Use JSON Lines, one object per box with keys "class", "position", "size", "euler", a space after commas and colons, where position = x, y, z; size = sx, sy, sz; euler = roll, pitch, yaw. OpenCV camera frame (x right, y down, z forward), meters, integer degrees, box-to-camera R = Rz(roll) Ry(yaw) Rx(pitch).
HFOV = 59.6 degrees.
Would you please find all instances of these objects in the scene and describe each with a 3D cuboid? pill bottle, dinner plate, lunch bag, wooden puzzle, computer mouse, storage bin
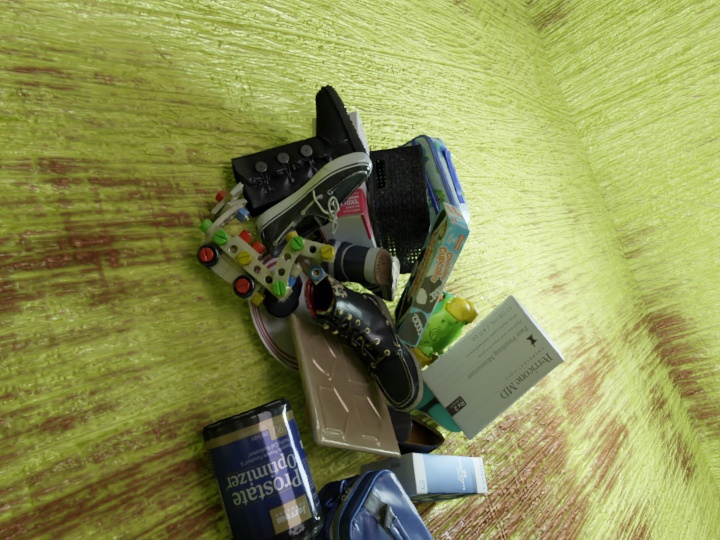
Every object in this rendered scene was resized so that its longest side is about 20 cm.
{"class": "pill bottle", "position": [-0.107, 0.264, 0.736], "size": [0.111, 0.111, 0.204], "euler": [-8, 77, -54]}
{"class": "dinner plate", "position": [-0.098, 0.059, 0.942], "size": [0.199, 0.024, 0.204], "euler": [29, 50, -41]}
{"class": "lunch bag", "position": [0.016, 0.362, 0.826], "size": [0.202, 0.131, 0.136], "euler": [59, 36, -11]}
{"class": "wooden puzzle", "position": [-0.030, 0.171, 0.889], "size": [0.199, 0.046, 0.188], "euler": [31, 35, -47]}
{"class": "computer mouse", "position": [-0.091, -0.005, 0.939], "size": [0.059, 0.034, 0.202], "euler": [48, 38, -22]}
{"class": "lunch bag", "position": [0.120, -0.153, 1.232], "size": [0.082, 0.159, 0.204], "euler": [-8, 77, -54]}
{"class": "storage bin", "position": [0.072, -0.099, 1.079], "size": [0.202, 0.091, 0.137], "euler": [79, 8, -53]}

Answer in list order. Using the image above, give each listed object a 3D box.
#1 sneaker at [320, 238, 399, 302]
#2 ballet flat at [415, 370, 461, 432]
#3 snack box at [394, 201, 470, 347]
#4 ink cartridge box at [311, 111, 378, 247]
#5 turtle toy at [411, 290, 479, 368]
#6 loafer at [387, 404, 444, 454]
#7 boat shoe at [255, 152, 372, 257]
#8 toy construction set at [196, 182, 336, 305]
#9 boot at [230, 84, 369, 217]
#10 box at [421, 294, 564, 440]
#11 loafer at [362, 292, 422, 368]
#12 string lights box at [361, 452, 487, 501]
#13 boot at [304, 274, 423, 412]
{"class": "sneaker", "position": [0.000, 0.000, 1.024], "size": [0.200, 0.106, 0.072], "euler": [46, 53, -71]}
{"class": "ballet flat", "position": [0.118, 0.219, 1.111], "size": [0.200, 0.069, 0.070], "euler": [45, 40, -31]}
{"class": "snack box", "position": [0.107, 0.005, 0.976], "size": [0.036, 0.203, 0.117], "euler": [21, 19, -6]}
{"class": "ink cartridge box", "position": [-0.024, -0.139, 1.053], "size": [0.145, 0.082, 0.204], "euler": [67, 17, -62]}
{"class": "turtle toy", "position": [0.137, 0.094, 1.151], "size": [0.101, 0.147, 0.199], "euler": [43, 10, 21]}
{"class": "loafer", "position": [0.054, 0.243, 0.994], "size": [0.198, 0.071, 0.074], "euler": [30, 50, -39]}
{"class": "boat shoe", "position": [-0.059, -0.091, 0.909], "size": [0.069, 0.197, 0.074], "euler": [57, -1, 27]}
{"class": "toy construction set", "position": [-0.139, -0.033, 0.841], "size": [0.199, 0.132, 0.092], "euler": [38, -6, 16]}
{"class": "boot", "position": [-0.105, -0.187, 0.962], "size": [0.066, 0.197, 0.167], "euler": [81, -16, -63]}
{"class": "box", "position": [0.226, 0.158, 1.058], "size": [0.131, 0.199, 0.200], "euler": [50, 9, 14]}
{"class": "loafer", "position": [0.046, 0.111, 1.029], "size": [0.075, 0.068, 0.202], "euler": [9, 44, -49]}
{"class": "string lights box", "position": [0.104, 0.327, 0.986], "size": [0.198, 0.102, 0.060], "euler": [21, 54, -45]}
{"class": "boot", "position": [0.001, 0.099, 0.892], "size": [0.153, 0.073, 0.206], "euler": [29, 28, -47]}
